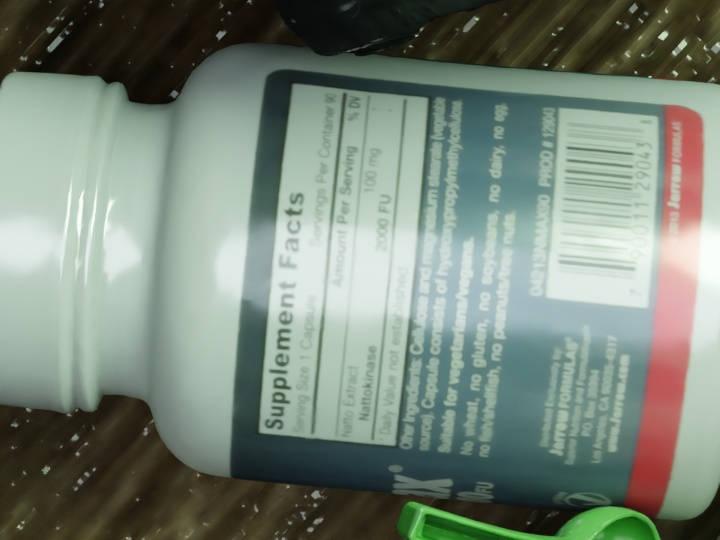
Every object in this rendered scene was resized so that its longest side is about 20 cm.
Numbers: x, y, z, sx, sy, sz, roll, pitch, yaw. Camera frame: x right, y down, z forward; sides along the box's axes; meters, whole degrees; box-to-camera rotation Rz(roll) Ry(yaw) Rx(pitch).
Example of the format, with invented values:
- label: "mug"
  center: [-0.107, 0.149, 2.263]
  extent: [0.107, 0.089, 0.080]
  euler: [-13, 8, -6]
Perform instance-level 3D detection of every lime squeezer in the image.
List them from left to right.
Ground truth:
- label: "lime squeezer"
  center: [0.092, 0.086, 0.769]
  extent: [0.199, 0.071, 0.038]
  euler: [21, 74, -18]

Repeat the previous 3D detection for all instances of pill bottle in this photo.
- label: "pill bottle"
  center: [0.000, 0.000, 0.809]
  extent: [0.199, 0.120, 0.120]
  euler: [6, 94, 1]

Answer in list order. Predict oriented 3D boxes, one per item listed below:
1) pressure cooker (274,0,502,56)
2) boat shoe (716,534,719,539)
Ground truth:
- label: "pressure cooker"
  center: [0.033, -0.169, 0.722]
  extent: [0.178, 0.176, 0.201]
  euler: [-20, 98, -1]
- label: "boat shoe"
  center: [0.144, 0.069, 0.847]
  extent: [0.199, 0.072, 0.062]
  euler: [-24, 78, -7]
